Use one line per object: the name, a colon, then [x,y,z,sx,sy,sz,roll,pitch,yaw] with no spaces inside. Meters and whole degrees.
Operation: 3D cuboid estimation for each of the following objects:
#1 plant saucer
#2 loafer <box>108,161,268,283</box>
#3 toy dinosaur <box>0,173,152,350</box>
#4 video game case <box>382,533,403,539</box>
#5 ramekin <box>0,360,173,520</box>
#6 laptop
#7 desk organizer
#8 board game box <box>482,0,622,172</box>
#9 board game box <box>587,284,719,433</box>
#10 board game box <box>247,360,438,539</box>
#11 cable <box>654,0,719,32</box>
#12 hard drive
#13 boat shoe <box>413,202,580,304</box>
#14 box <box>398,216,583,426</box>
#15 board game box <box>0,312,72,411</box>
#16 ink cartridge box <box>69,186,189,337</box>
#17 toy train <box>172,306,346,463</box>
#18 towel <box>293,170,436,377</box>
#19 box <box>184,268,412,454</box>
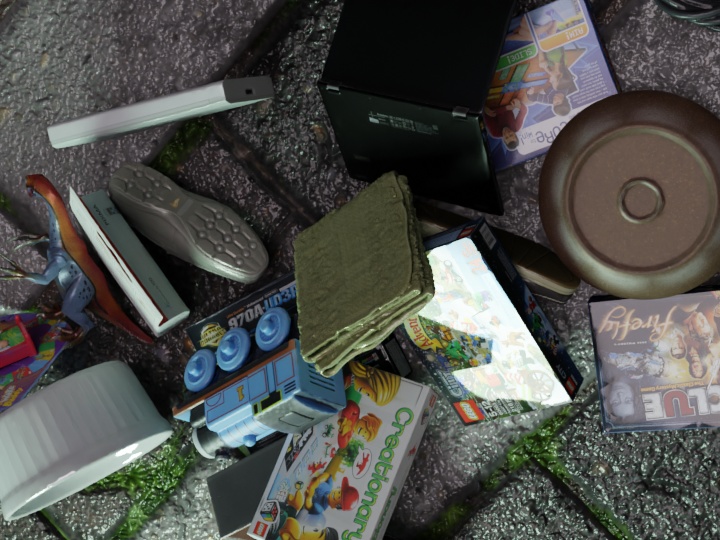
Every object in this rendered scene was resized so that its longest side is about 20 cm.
plant saucer: [0.264,-0.068,1.211,0.199,0.037,0.202,3,101,15]
loafer: [-0.184,-0.045,1.385,0.200,0.070,0.070,34,151,14]
toy dinosaur: [-0.314,-0.017,1.392,0.199,0.105,0.182,1,124,-26]
video game case: [-0.033,0.346,1.372,0.180,0.026,0.200,24,118,-11]
ramekin: [-0.313,0.180,1.398,0.200,0.200,0.098,-32,81,20]
laptop: [0.068,-0.180,1.258,0.187,0.116,0.200,17,144,33]
desk organizer: [-0.058,0.218,1.370,0.199,0.077,0.072,-30,61,20]
board game box: [0.149,-0.173,1.266,0.199,0.034,0.136,-19,93,21]
board game box: [0.330,0.084,1.255,0.199,0.035,0.136,-6,98,19]
board game box: [-0.017,0.192,1.279,0.126,0.035,0.201,16,76,26]
cable: [0.349,-0.319,1.175,0.163,0.051,0.201,27,109,17]
hard drive: [-0.203,-0.165,1.330,0.199,0.132,0.026,-12,96,19]
boat shoe: [0.120,-0.007,1.292,0.200,0.072,0.066,23,116,14]
box: [0.111,0.055,1.267,0.136,0.038,0.200,-20,111,39]
board game box: [-0.412,0.089,1.408,0.157,0.200,0.039,0,124,21]
ink cartridge box: [-0.238,-0.015,1.337,0.047,0.200,0.160,-35,89,-14]
toy train: [-0.104,0.118,1.295,0.200,0.087,0.115,-30,51,31]
towel: [0.000,0.000,1.233,0.148,0.200,0.036,-33,128,18]
box: [-0.068,0.087,1.377,0.199,0.046,0.159,-28,91,21]
